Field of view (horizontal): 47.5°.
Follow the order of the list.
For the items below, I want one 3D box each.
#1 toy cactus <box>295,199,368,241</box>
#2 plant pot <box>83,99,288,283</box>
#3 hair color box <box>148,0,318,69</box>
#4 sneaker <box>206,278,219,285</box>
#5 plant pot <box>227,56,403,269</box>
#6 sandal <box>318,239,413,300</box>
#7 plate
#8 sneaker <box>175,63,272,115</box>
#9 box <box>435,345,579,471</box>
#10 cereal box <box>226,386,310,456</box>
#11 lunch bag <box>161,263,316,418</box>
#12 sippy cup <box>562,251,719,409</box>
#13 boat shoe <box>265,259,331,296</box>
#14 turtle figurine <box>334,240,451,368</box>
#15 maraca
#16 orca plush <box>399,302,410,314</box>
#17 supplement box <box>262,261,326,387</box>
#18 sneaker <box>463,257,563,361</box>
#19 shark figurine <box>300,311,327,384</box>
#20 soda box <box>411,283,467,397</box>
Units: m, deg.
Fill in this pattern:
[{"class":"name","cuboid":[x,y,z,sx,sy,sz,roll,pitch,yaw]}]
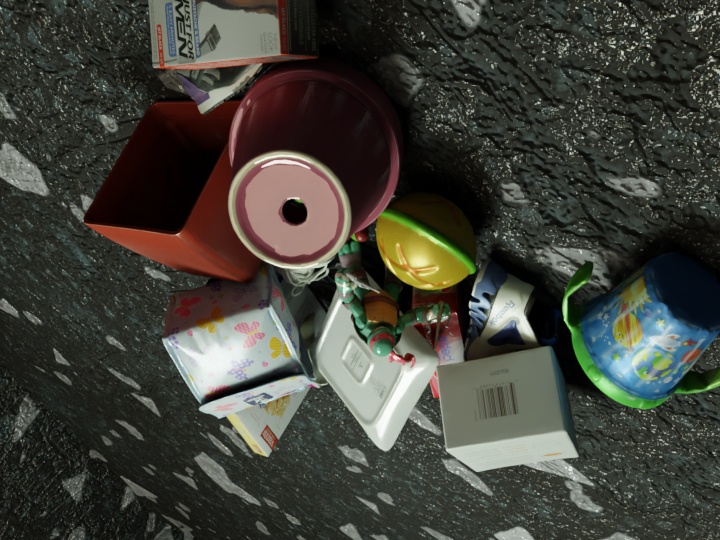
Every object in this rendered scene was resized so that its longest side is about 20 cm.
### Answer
[{"class":"toy cactus","cuboid":[-0.032,-0.112,1.005,0.162,0.103,0.202,-14,118,39]},{"class":"plant pot","cuboid":[-0.212,-0.091,1.105,0.196,0.203,0.177,8,152,36]},{"class":"hair color box","cuboid":[-0.136,-0.270,0.843,0.196,0.063,0.114,6,103,37]},{"class":"sneaker","cuboid":[-0.190,0.090,1.262,0.083,0.079,0.203,-11,129,5]},{"class":"plant pot","cuboid":[-0.058,-0.103,0.869,0.194,0.180,0.204,4,120,7]},{"class":"sandal","cuboid":[0.000,0.000,1.163,0.196,0.043,0.077,16,146,27]},{"class":"plate","cuboid":[0.004,0.122,1.139,0.200,0.032,0.202,48,132,27]},{"class":"sneaker","cuboid":[-0.161,-0.248,0.941,0.088,0.076,0.198,51,146,-18]},{"class":"box","cuboid":[0.196,0.186,1.069,0.149,0.109,0.200,-12,157,14]},{"class":"cereal box","cuboid":[-0.153,0.202,1.438,0.039,0.202,0.145,8,143,35]},{"class":"lunch bag","cuboid":[-0.165,0.118,1.164,0.166,0.128,0.203,-16,127,4]},{"class":"sippy cup","cuboid":[0.314,0.056,0.873,0.173,0.142,0.131,0,145,-22]},{"class":"boat shoe","cuboid":[-0.088,-0.009,1.152,0.200,0.074,0.088,11,119,56]},{"class":"turtle figurine","cuboid":[0.026,0.040,1.021,0.147,0.202,0.102,20,119,-20]},{"class":"maraca","cuboid":[0.078,-0.033,0.992,0.136,0.108,0.200,33,176,4]},{"class":"orca plush","cuboid":[0.036,0.128,1.282,0.105,0.072,0.199,41,149,-13]},{"class":"supplement box","cuboid":[-0.123,0.087,1.347,0.100,0.104,0.201,2,139,41]},{"class":"sneaker","cuboid":[0.199,0.081,1.053,0.113,0.081,0.202,22,146,22]},{"class":"shark figurine","cuboid":[-0.032,0.150,1.277,0.209,0.131,0.090,13,163,19]},{"class":"soda box","cuboid":[0.118,0.096,1.145,0.062,0.071,0.202,-5,138,13]}]
